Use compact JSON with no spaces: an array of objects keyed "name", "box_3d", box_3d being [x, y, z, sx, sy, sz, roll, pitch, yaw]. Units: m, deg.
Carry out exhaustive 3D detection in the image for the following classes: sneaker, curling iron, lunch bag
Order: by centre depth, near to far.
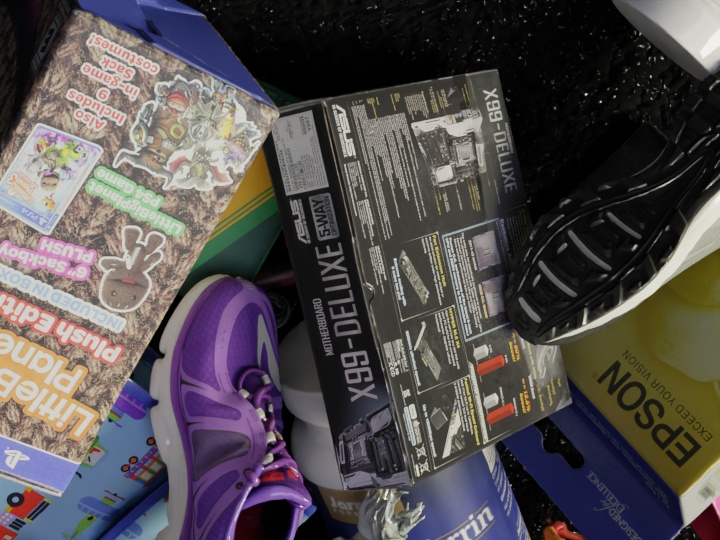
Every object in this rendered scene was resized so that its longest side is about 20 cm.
[{"name":"sneaker","box_3d":[-0.056,0.098,0.788,0.081,0.083,0.200,15,66,-43]},{"name":"sneaker","box_3d":[0.166,-0.024,0.827,0.200,0.074,0.079,-39,146,-4]},{"name":"lunch bag","box_3d":[-0.136,0.134,0.871,0.151,0.094,0.200,-45,117,7]},{"name":"curling iron","box_3d":[0.000,0.000,0.898,0.200,0.050,0.026,-21,162,-14]}]

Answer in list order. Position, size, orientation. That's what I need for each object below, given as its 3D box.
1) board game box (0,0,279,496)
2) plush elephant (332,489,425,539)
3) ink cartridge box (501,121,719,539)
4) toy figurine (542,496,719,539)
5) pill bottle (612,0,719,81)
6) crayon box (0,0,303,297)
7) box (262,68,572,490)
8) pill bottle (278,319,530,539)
[{"name":"board game box","box_3d":[-0.142,-0.031,0.693,0.097,0.159,0.200,25,103,-26]},{"name":"plush elephant","box_3d":[-0.011,0.235,0.826,0.164,0.155,0.200,19,122,-26]},{"name":"ink cartridge box","box_3d":[0.160,0.040,0.881,0.200,0.198,0.047,-44,142,2]},{"name":"toy figurine","box_3d":[0.169,0.193,1.003,0.200,0.150,0.184,22,93,-26]},{"name":"pill bottle","box_3d":[0.234,-0.204,0.842,0.112,0.112,0.200,38,98,-30]},{"name":"crayon box","box_3d":[-0.130,-0.070,0.805,0.200,0.058,0.119,23,105,-27]},{"name":"box","box_3d":[0.034,-0.001,0.816,0.158,0.050,0.200,-19,97,-50]},{"name":"pill bottle","box_3d":[0.025,0.120,0.917,0.116,0.116,0.200,-26,119,-6]}]
